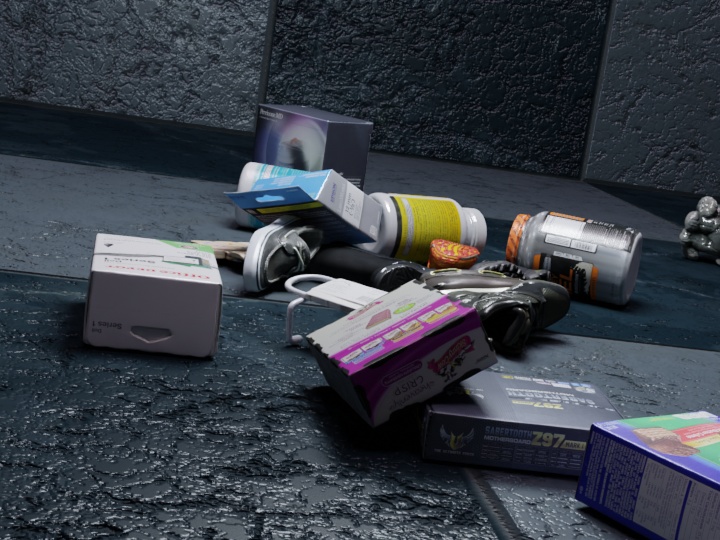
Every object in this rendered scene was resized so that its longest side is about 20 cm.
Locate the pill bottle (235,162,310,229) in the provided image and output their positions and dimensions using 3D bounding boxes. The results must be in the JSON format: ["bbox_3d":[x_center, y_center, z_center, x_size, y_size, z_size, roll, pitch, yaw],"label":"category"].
[{"bbox_3d":[-0.106,-0.114,2.116,0.197,0.112,0.111,9,11,5],"label":"pill bottle"}]

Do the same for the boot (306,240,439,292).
[{"bbox_3d":[0.001,0.000,1.747,0.198,0.066,0.164,21,8,35],"label":"boot"}]

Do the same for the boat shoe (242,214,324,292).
[{"bbox_3d":[-0.102,-0.028,1.713,0.070,0.073,0.200,7,27,15],"label":"boat shoe"}]

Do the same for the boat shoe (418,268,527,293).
[{"bbox_3d":[0.174,0.030,1.685,0.199,0.072,0.061,3,44,-22],"label":"boat shoe"}]

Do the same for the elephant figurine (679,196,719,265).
[{"bbox_3d":[0.752,-0.052,2.511,0.199,0.156,0.142,28,-24,30],"label":"elephant figurine"}]

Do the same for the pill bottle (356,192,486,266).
[{"bbox_3d":[0.100,-0.063,2.022,0.198,0.114,0.112,2,13,-29],"label":"pill bottle"}]

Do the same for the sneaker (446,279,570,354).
[{"bbox_3d":[0.206,0.062,1.596,0.197,0.077,0.114,-2,17,-32],"label":"sneaker"}]

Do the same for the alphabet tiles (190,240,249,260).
[{"bbox_3d":[-0.165,-0.027,1.865,0.198,0.015,0.195,2,6,-32],"label":"alphabet tiles"}]

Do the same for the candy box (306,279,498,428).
[{"bbox_3d":[0.035,0.076,1.220,0.135,0.062,0.200,-27,13,-9],"label":"candy box"}]

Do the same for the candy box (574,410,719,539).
[{"bbox_3d":[0.310,0.187,1.042,0.168,0.078,0.199,0,15,-39],"label":"candy box"}]

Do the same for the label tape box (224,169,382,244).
[{"bbox_3d":[-0.081,-0.100,1.824,0.142,0.067,0.200,-4,-25,35],"label":"label tape box"}]

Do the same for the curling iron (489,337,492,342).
[{"bbox_3d":[0.073,0.073,1.546,0.198,0.026,0.049,14,9,25],"label":"curling iron"}]

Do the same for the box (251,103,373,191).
[{"bbox_3d":[-0.096,-0.188,2.265,0.122,0.201,0.199,-2,15,-44],"label":"box"}]

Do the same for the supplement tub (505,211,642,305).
[{"bbox_3d":[0.337,-0.023,1.985,0.198,0.124,0.122,13,12,21],"label":"supplement tub"}]

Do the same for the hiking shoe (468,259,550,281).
[{"bbox_3d":[0.193,0.023,1.811,0.100,0.077,0.199,7,-1,37],"label":"hiking shoe"}]

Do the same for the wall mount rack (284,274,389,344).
[{"bbox_3d":[0.012,0.055,1.456,0.198,0.076,0.173,17,24,35],"label":"wall mount rack"}]

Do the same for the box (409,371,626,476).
[{"bbox_3d":[0.149,0.143,1.200,0.197,0.052,0.158,7,12,-4],"label":"box"}]

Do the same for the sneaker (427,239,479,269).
[{"bbox_3d":[0.131,-0.003,1.822,0.072,0.078,0.200,16,0,5],"label":"sneaker"}]

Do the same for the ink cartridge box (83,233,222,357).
[{"bbox_3d":[-0.232,0.024,1.402,0.144,0.086,0.200,6,11,-12],"label":"ink cartridge box"}]
